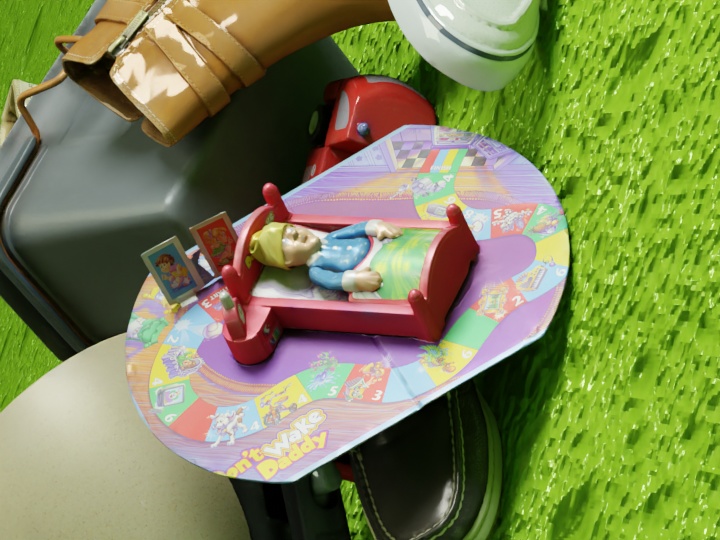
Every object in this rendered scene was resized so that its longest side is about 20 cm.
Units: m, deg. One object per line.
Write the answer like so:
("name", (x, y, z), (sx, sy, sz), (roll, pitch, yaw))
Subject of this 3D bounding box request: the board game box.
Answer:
("board game box", (-0.012, 0.000, 1.164), (0.158, 0.200, 0.039), (56, 175, 48))

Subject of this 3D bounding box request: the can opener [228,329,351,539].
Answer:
("can opener", (-0.024, 0.117, 1.212), (0.063, 0.079, 0.200), (-10, 91, 55))

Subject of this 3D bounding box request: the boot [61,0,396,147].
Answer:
("boot", (-0.042, -0.118, 1.354), (0.155, 0.074, 0.200), (-45, 38, -18))

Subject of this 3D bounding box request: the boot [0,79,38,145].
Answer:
("boot", (-0.126, -0.097, 1.624), (0.073, 0.155, 0.200), (-130, 57, -69))

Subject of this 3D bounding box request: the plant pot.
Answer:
("plant pot", (-0.091, 0.145, 1.314), (0.134, 0.200, 0.201), (39, 118, 32))

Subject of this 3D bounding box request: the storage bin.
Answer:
("storage bin", (-0.094, -0.063, 1.445), (0.134, 0.146, 0.200), (-6, 44, 42))

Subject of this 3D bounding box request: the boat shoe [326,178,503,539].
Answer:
("boat shoe", (0.011, 0.044, 1.191), (0.073, 0.065, 0.200), (-31, 42, 19))

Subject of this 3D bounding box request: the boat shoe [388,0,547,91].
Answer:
("boat shoe", (0.065, -0.169, 1.256), (0.086, 0.074, 0.202), (-56, 16, 37))

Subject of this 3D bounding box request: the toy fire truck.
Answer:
("toy fire truck", (0.000, 0.000, 1.333), (0.141, 0.049, 0.200), (177, 108, -71))
